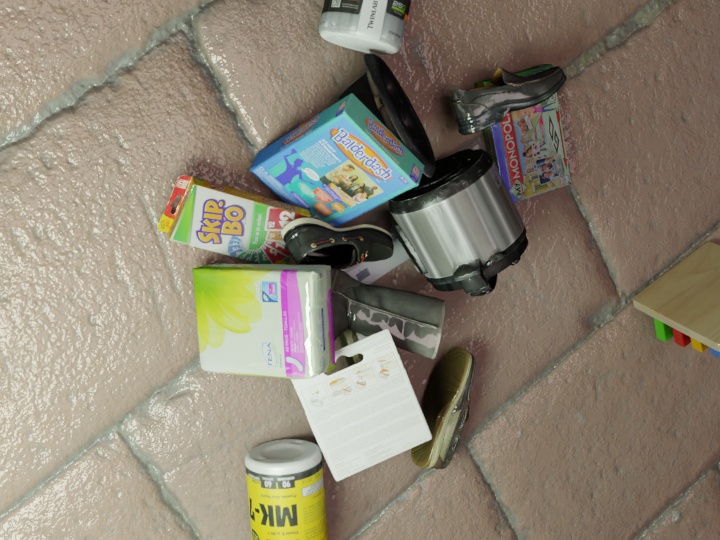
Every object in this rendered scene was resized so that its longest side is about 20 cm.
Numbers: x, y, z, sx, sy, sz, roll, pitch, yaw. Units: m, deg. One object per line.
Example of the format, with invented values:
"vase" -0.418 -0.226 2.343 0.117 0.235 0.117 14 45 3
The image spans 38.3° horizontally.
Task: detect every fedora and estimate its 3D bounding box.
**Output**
"fedora" 0.029 -0.210 1.507 0.091 0.201 0.201 -27 112 16

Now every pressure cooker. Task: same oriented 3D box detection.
"pressure cooker" 0.155 -0.060 1.557 0.176 0.178 0.200 -38 109 -25

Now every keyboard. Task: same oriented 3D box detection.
"keyboard" 0.000 0.000 1.591 0.200 0.011 0.056 -33 116 -17

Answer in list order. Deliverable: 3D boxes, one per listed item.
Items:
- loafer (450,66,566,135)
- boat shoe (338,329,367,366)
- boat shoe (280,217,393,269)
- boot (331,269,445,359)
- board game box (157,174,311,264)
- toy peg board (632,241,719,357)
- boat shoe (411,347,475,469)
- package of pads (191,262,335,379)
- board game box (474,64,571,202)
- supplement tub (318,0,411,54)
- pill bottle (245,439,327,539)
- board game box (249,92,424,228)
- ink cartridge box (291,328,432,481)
"loafer" 0.229 -0.278 1.593 0.200 0.073 0.073 -28 104 -20
"boat shoe" 0.029 0.169 1.593 0.068 0.075 0.201 -22 106 -16
"boat shoe" -0.025 -0.029 1.504 0.201 0.063 0.074 5 141 -45
"boot" 0.018 0.092 1.530 0.199 0.073 0.182 25 69 -16
"board game box" -0.178 -0.067 1.464 0.199 0.030 0.096 16 118 -25
"toy peg board" 0.621 0.070 1.806 0.200 0.199 0.098 -34 126 -17
"boat shoe" 0.141 0.222 1.663 0.065 0.073 0.201 21 92 -38
"package of pads" -0.134 0.070 1.440 0.068 0.199 0.155 -20 110 -62
"board game box" 0.264 -0.219 1.673 0.134 0.029 0.201 -19 106 -23
"supplement tub" 0.018 -0.417 1.471 0.122 0.122 0.201 11 94 -27
"pill bottle" -0.107 0.362 1.534 0.114 0.114 0.201 -9 101 -24
"board game box" -0.034 -0.143 1.452 0.152 0.200 0.045 43 45 -25
"ink cartridge box" -0.001 0.192 1.519 0.160 0.047 0.201 -23 112 -3
